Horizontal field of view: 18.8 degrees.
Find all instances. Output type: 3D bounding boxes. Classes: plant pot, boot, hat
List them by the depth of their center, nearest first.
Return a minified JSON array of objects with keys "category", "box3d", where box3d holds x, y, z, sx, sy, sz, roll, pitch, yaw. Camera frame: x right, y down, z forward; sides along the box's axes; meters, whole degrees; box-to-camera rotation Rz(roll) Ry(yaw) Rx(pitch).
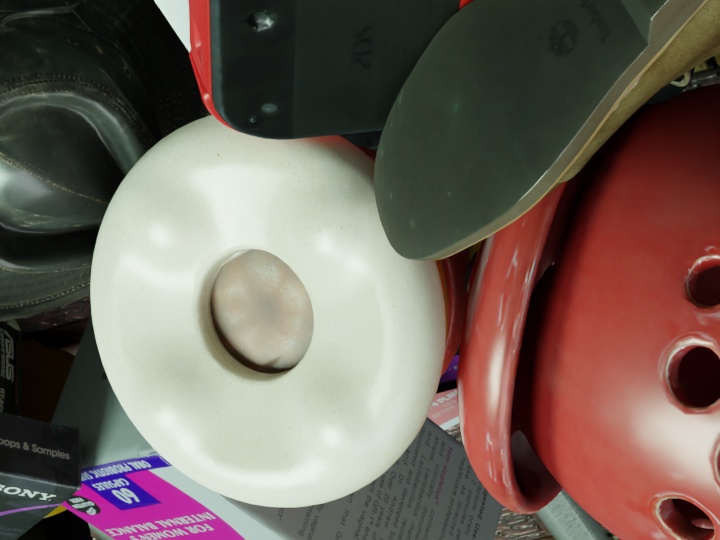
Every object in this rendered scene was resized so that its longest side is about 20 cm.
[{"category":"boot","box3d":[0.079,-0.065,0.684,0.075,0.074,0.200,3,146,-40]},{"category":"plant pot","box3d":[0.144,0.019,0.809,0.182,0.201,0.201,17,154,20]},{"category":"hat","box3d":[-0.119,-0.046,0.836,0.200,0.081,0.201,-21,128,-30]}]

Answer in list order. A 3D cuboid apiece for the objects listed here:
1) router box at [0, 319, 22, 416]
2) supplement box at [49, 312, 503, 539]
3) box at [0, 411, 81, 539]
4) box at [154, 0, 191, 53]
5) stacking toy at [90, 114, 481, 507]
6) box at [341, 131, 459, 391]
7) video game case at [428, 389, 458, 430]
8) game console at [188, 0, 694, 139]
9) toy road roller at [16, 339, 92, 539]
[{"category":"router box","box3d":[-0.273,0.056,0.969,0.199,0.062,0.150,-22,148,31]},{"category":"supplement box","box3d":[-0.038,0.098,1.015,0.101,0.104,0.200,-16,137,45]},{"category":"box","box3d":[-0.234,0.112,0.958,0.143,0.036,0.200,16,139,-35]},{"category":"box","box3d":[0.018,-0.157,0.730,0.199,0.107,0.152,-13,147,14]},{"category":"stacking toy","box3d":[0.000,0.000,0.858,0.146,0.147,0.200,-24,179,29]},{"category":"box","box3d":[0.029,-0.009,1.004,0.142,0.036,0.200,-15,145,4]},{"category":"video game case","box3d":[-0.013,0.044,1.134,0.143,0.018,0.200,-30,140,35]},{"category":"game console","box3d":[0.033,-0.112,0.683,0.176,0.031,0.200,-7,149,-7]},{"category":"toy road roller","box3d":[-0.225,0.088,1.086,0.199,0.123,0.146,-8,136,-3]}]
